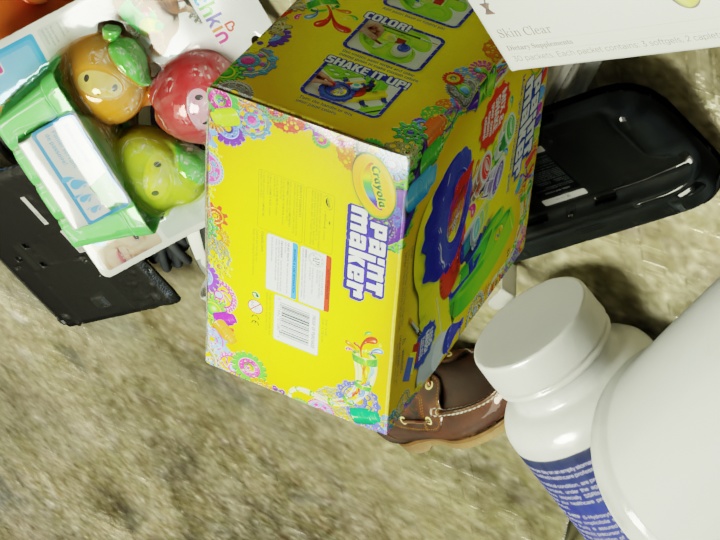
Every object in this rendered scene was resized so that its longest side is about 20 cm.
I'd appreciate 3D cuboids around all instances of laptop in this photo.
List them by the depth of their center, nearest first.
[{"bbox_3d":[-0.258,-0.048,1.743,0.200,0.103,0.177,-13,133,35],"label":"laptop"}]

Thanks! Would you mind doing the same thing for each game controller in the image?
[{"bbox_3d":[0.122,-0.058,1.306,0.200,0.042,0.104,-18,124,41],"label":"game controller"}]

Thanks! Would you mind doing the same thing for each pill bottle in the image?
[{"bbox_3d":[0.168,0.107,1.441,0.120,0.120,0.200,-8,128,51],"label":"pill bottle"}]

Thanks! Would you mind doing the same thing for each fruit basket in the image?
[{"bbox_3d":[-0.139,-0.107,1.440,0.200,0.094,0.185,-23,111,19],"label":"fruit basket"}]

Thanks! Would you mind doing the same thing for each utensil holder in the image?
[{"bbox_3d":[0.253,0.080,1.268,0.170,0.170,0.200,37,149,2],"label":"utensil holder"}]

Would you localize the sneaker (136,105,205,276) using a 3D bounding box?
[{"bbox_3d":[-0.084,-0.052,1.548,0.087,0.076,0.200,2,135,38],"label":"sneaker"}]

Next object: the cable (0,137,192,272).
[{"bbox_3d":[-0.208,-0.077,1.679,0.200,0.051,0.163,28,157,25],"label":"cable"}]

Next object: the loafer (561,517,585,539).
[{"bbox_3d":[0.188,0.236,1.647,0.075,0.070,0.200,24,147,23],"label":"loafer"}]

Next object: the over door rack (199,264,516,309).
[{"bbox_3d":[0.000,0.000,1.510,0.148,0.067,0.200,31,141,-23],"label":"over door rack"}]

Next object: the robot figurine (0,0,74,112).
[{"bbox_3d":[-0.276,-0.187,1.522,0.200,0.117,0.144,43,179,-8],"label":"robot figurine"}]

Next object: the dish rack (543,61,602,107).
[{"bbox_3d":[0.059,-0.147,1.290,0.172,0.044,0.200,35,149,6],"label":"dish rack"}]

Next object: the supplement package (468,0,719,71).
[{"bbox_3d":[0.154,-0.192,1.012,0.200,0.156,0.111,-2,131,49],"label":"supplement package"}]

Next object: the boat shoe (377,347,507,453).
[{"bbox_3d":[0.059,0.092,1.588,0.070,0.070,0.200,42,150,-15],"label":"boat shoe"}]

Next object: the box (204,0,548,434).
[{"bbox_3d":[0.011,-0.055,1.204,0.122,0.193,0.200,21,134,18],"label":"box"}]
